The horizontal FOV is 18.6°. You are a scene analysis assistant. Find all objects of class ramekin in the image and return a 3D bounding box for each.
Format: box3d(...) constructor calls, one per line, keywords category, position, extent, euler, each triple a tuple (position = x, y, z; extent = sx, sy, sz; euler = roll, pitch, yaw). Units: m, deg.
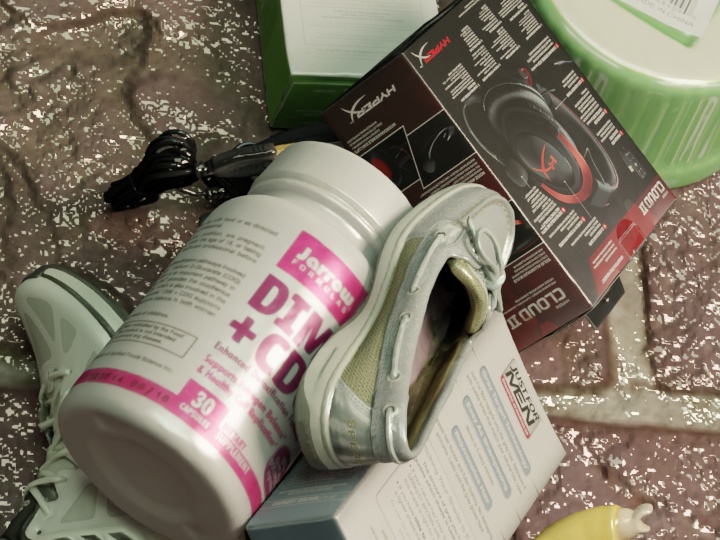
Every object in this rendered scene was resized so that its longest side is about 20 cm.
box3d(category="ramekin", position=(0.179, -0.161, 1.413), extent=(0.199, 0.098, 0.201), euler=(7, 57, -11))

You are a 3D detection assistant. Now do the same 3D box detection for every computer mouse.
box3d(category="computer mouse", position=(-0.043, -0.067, 1.269), extent=(0.199, 0.140, 0.046), euler=(-2, 83, -17))

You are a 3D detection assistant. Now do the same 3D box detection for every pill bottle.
box3d(category="pill bottle", position=(-0.057, 0.034, 1.140), extent=(0.113, 0.114, 0.200), euler=(32, 60, 6))

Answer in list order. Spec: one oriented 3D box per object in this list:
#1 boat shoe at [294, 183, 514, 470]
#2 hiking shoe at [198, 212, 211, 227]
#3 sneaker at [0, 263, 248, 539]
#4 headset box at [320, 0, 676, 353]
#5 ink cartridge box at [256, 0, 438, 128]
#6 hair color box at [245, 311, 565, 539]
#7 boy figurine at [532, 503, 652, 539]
box3d(category="boat shoe", position=(0.037, 0.028, 1.112), extent=(0.064, 0.075, 0.202), euler=(3, 35, 31))
box3d(category="hiking shoe", position=(0.000, 0.000, 1.273), extent=(0.199, 0.087, 0.075), euler=(-4, 60, -17))
box3d(category="sneaker", position=(-0.156, 0.094, 1.180), extent=(0.115, 0.076, 0.201), euler=(-26, 71, -29))
box3d(category="headset box", position=(0.090, -0.057, 1.280), extent=(0.200, 0.075, 0.149), euler=(52, 38, -6))
box3d(category="ink cartridge box", position=(-0.012, -0.186, 1.401), extent=(0.103, 0.059, 0.201), euler=(1, 59, -16))
box3d(category="hair color box", position=(0.029, 0.113, 1.147), extent=(0.200, 0.060, 0.099), euler=(-48, 119, -48))
box3d(category="boy figurine", position=(0.125, 0.183, 1.189), extent=(0.199, 0.064, 0.125), euler=(16, 94, 7))
